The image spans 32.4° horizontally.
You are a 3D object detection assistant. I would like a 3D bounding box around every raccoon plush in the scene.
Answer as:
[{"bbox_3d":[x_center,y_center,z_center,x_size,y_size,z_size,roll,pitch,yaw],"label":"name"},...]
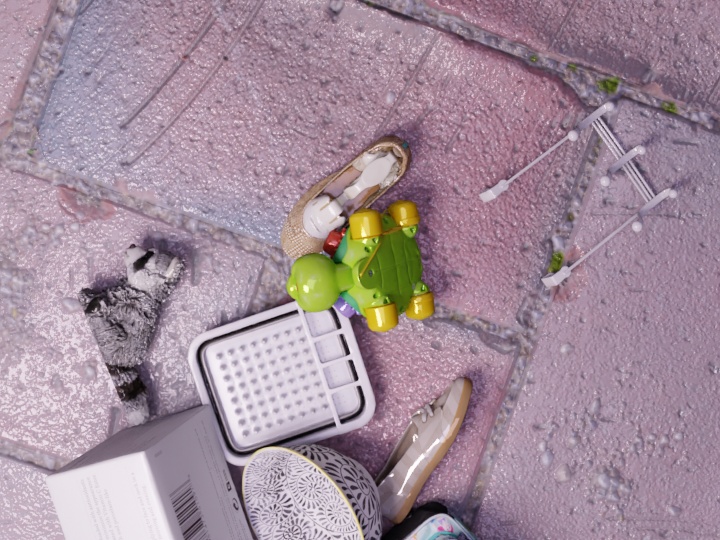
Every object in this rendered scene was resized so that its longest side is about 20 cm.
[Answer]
[{"bbox_3d":[-0.251,0.068,1.487,0.134,0.097,0.200,-22,114,-13],"label":"raccoon plush"}]

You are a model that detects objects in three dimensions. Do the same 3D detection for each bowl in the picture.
[{"bbox_3d":[-0.039,0.281,1.474,0.094,0.200,0.201,-27,95,-42],"label":"bowl"}]

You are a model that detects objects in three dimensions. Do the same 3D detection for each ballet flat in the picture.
[{"bbox_3d":[-0.019,-0.091,1.491,0.071,0.065,0.200,45,89,-5],"label":"ballet flat"}]

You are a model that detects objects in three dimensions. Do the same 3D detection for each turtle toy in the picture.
[{"bbox_3d":[0.000,0.000,1.456,0.101,0.200,0.146,-6,96,39],"label":"turtle toy"}]

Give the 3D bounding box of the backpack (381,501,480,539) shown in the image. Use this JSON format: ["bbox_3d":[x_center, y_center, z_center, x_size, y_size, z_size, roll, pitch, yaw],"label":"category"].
[{"bbox_3d":[0.098,0.403,1.488,0.177,0.151,0.200,-39,99,-3],"label":"backpack"}]

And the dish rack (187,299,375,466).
[{"bbox_3d":[-0.096,0.131,1.508,0.199,0.044,0.172,-19,95,-3],"label":"dish rack"}]

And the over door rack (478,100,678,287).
[{"bbox_3d":[0.270,-0.092,1.511,0.200,0.067,0.148,-36,94,-2],"label":"over door rack"}]

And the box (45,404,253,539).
[{"bbox_3d":[-0.232,0.284,1.413,0.130,0.200,0.199,-16,95,16],"label":"box"}]

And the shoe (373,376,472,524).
[{"bbox_3d":[0.072,0.212,1.509,0.053,0.070,0.200,30,90,-7],"label":"shoe"}]
